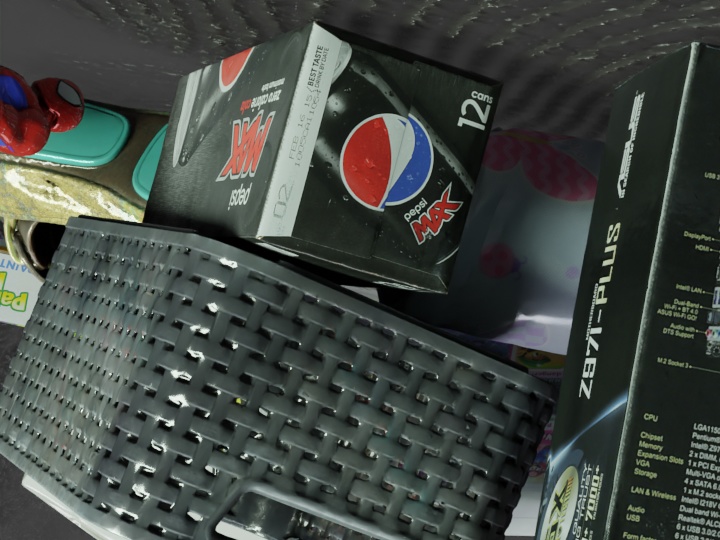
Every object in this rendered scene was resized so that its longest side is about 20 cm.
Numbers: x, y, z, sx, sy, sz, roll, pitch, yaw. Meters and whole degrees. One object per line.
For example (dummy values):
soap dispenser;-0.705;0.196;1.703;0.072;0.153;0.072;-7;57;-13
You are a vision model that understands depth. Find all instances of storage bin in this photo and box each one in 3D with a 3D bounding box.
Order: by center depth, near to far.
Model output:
storage bin;-0.039;0.050;0.616;0.135;0.094;0.200;24;175;-22

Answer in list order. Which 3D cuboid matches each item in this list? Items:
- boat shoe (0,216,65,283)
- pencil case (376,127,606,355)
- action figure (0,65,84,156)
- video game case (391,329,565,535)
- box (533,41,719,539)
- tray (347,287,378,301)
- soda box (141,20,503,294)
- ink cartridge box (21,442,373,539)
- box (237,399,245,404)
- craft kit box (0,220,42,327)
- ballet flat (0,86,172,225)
boat shoe;-0.139;-0.021;0.875;0.059;0.072;0.200;-16;-143;-40
pencil case;0.104;-0.003;0.637;0.199;0.084;0.091;12;-169;-8
action figure;-0.182;-0.074;0.692;0.065;0.052;0.200;15;-176;35
video game case;0.118;0.044;0.719;0.199;0.024;0.182;-1;-148;13
box;0.160;0.041;0.491;0.199;0.165;0.086;11;177;-5
tray;0.000;0.000;0.896;0.107;0.022;0.200;11;176;14
soda box;-0.022;-0.034;0.602;0.063;0.071;0.200;16;176;-17
ink cartridge box;-0.089;0.070;1.036;0.144;0.147;0.200;36;-164;-14
box;0.016;0.046;0.843;0.199;0.050;0.075;-9;-179;-13
craft kit box;-0.244;-0.037;0.974;0.197;0.049;0.200;17;-164;-32
ballet flat;-0.094;-0.037;0.788;0.199;0.071;0.071;13;178;21
